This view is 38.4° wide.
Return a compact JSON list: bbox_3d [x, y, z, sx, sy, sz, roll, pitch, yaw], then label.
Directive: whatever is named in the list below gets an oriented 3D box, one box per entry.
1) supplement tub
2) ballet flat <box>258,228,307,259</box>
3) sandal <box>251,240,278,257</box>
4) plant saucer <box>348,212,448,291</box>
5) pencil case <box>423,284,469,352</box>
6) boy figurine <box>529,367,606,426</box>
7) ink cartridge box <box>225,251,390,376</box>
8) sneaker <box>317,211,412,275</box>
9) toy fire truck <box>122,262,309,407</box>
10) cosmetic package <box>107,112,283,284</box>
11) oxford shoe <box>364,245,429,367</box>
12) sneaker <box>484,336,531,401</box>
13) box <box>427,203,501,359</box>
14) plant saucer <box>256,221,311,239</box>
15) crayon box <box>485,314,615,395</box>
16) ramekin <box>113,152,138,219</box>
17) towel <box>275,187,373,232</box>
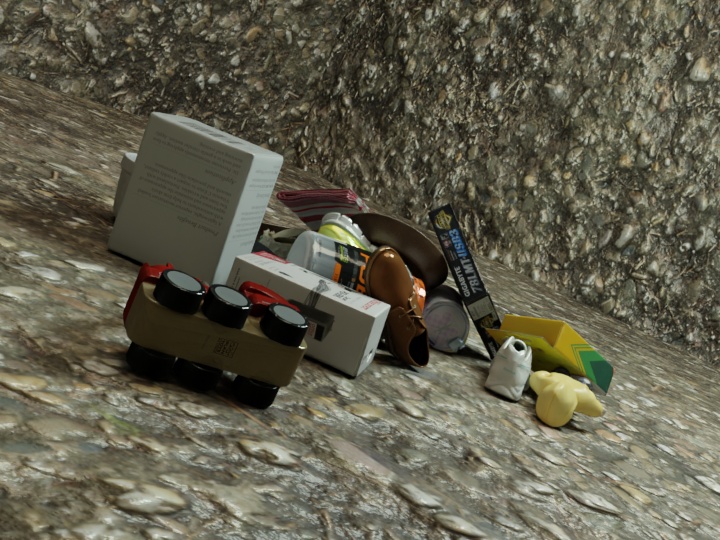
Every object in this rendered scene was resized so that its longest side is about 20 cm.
[{"bbox_3d":[-0.012,0.028,1.522,0.197,0.124,0.122,19,8,-20],"label":"supplement tub"},{"bbox_3d":[-0.087,-0.040,1.810,0.196,0.073,0.072,1,15,-21],"label":"ballet flat"},{"bbox_3d":[-0.137,0.009,1.634,0.199,0.045,0.075,39,16,8],"label":"sandal"},{"bbox_3d":[0.052,-0.019,1.750,0.198,0.037,0.202,23,-29,13],"label":"plant saucer"},{"bbox_3d":[0.142,0.078,1.760,0.090,0.083,0.200,41,7,-5],"label":"pencil case"},{"bbox_3d":[0.307,0.190,1.544,0.123,0.065,0.200,24,9,14],"label":"boy figurine"},{"bbox_3d":[-0.070,0.052,1.350,0.197,0.084,0.147,23,7,7],"label":"ink cartridge box"},{"bbox_3d":[0.000,0.000,1.687,0.199,0.091,0.078,37,-35,-6],"label":"sneaker"},{"bbox_3d":[-0.165,0.048,1.070,0.174,0.130,0.200,18,19,-25],"label":"toy fire truck"},{"bbox_3d":[-0.231,-0.098,1.473,0.162,0.203,0.165,22,9,8],"label":"cosmetic package"},{"bbox_3d":[0.060,0.052,1.432,0.071,0.071,0.202,35,-27,48],"label":"oxford shoe"},{"bbox_3d":[0.240,0.145,1.604,0.069,0.082,0.200,21,6,8],"label":"sneaker"},{"bbox_3d":[0.186,0.020,1.763,0.199,0.049,0.202,62,7,-54],"label":"box"},{"bbox_3d":[-0.183,-0.076,1.950,0.196,0.035,0.200,11,1,0],"label":"plant saucer"},{"bbox_3d":[0.308,0.129,1.674,0.126,0.051,0.199,7,-25,48],"label":"crayon box"},{"bbox_3d":[-0.304,-0.105,1.668,0.197,0.107,0.200,22,7,-3],"label":"ramekin"},{"bbox_3d":[-0.040,-0.087,1.788,0.142,0.023,0.200,1,-23,27],"label":"towel"}]
